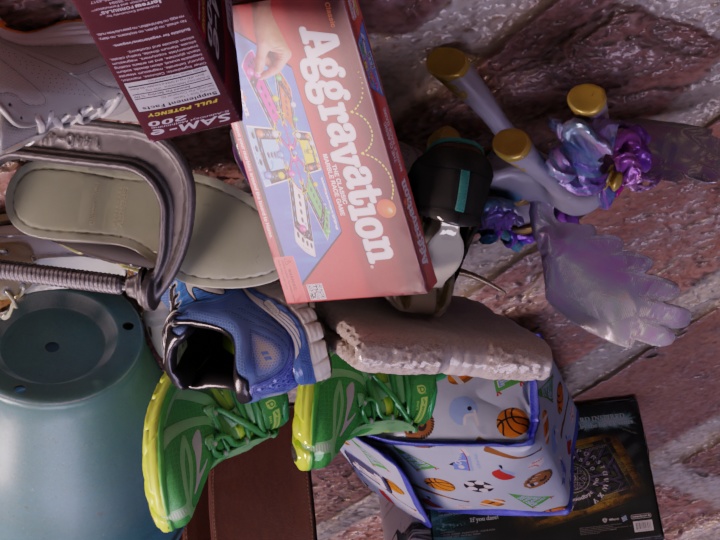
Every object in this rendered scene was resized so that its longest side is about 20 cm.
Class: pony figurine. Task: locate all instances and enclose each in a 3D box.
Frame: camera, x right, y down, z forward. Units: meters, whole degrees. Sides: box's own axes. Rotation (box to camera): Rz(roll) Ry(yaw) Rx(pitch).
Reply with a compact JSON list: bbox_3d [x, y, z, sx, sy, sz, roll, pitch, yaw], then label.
[{"bbox_3d":[0.139,-0.059,1.277,0.193,0.167,0.200,17,162,25],"label":"pony figurine"}]

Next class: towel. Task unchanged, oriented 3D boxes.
[{"bbox_3d":[0.038,0.044,1.291,0.132,0.034,0.200,2,-172,-13],"label":"towel"}]

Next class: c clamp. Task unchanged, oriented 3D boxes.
[{"bbox_3d":[-0.198,-0.020,1.248,0.200,0.171,0.027,1,-170,17],"label":"c clamp"}]

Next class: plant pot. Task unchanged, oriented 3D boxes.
[{"bbox_3d":[-0.226,0.112,1.439,0.200,0.200,0.188,-2,134,-8],"label":"plant pot"}]

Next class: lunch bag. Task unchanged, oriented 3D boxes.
[{"bbox_3d":[0.068,0.135,1.596,0.200,0.124,0.170,0,152,17],"label":"lunch bag"}]

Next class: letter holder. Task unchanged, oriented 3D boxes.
[{"bbox_3d":[-0.109,0.229,1.633,0.142,0.200,0.101,-4,149,-4],"label":"letter holder"}]

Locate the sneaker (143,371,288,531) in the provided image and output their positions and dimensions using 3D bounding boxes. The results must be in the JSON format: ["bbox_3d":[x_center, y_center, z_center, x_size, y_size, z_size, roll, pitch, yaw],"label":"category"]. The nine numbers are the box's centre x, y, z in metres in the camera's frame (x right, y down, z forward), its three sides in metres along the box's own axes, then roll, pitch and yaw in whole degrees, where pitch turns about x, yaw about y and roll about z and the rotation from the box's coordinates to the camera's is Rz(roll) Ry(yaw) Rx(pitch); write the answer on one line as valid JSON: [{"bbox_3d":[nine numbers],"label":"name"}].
[{"bbox_3d":[-0.096,0.096,1.346,0.084,0.200,0.074,11,138,15],"label":"sneaker"}]

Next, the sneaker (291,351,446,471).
[{"bbox_3d":[0.010,0.083,1.364,0.084,0.200,0.074,16,117,19],"label":"sneaker"}]

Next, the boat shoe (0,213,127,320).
[{"bbox_3d":[-0.259,0.001,1.346,0.200,0.068,0.075,1,149,-13],"label":"boat shoe"}]

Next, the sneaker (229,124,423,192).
[{"bbox_3d":[-0.017,-0.072,1.289,0.100,0.075,0.200,-33,147,14],"label":"sneaker"}]

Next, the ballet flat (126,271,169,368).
[{"bbox_3d":[-0.130,0.049,1.456,0.070,0.065,0.200,-9,149,8],"label":"ballet flat"}]

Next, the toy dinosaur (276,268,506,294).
[{"bbox_3d":[0.000,0.000,1.430,0.200,0.058,0.101,-10,165,19],"label":"toy dinosaur"}]

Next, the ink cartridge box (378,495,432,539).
[{"bbox_3d":[0.103,0.259,1.727,0.146,0.200,0.086,4,148,-18],"label":"ink cartridge box"}]

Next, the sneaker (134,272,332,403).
[{"bbox_3d":[-0.107,0.028,1.301,0.089,0.200,0.079,-26,126,-25],"label":"sneaker"}]

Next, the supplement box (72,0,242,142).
[{"bbox_3d":[-0.120,-0.171,1.045,0.061,0.109,0.200,-11,150,7],"label":"supplement box"}]

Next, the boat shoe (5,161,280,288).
[{"bbox_3d":[-0.134,-0.032,1.277,0.201,0.072,0.061,14,176,13],"label":"boat shoe"}]

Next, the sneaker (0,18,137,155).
[{"bbox_3d":[-0.195,-0.103,1.160,0.200,0.092,0.076,8,147,-24],"label":"sneaker"}]

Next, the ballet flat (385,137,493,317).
[{"bbox_3d":[0.039,-0.013,1.249,0.068,0.068,0.200,5,154,-6],"label":"ballet flat"}]

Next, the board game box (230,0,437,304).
[{"bbox_3d":[-0.026,-0.075,1.174,0.103,0.019,0.200,-5,113,28],"label":"board game box"}]

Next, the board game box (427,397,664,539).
[{"bbox_3d":[0.156,0.187,1.681,0.200,0.135,0.028,-6,152,0],"label":"board game box"}]
